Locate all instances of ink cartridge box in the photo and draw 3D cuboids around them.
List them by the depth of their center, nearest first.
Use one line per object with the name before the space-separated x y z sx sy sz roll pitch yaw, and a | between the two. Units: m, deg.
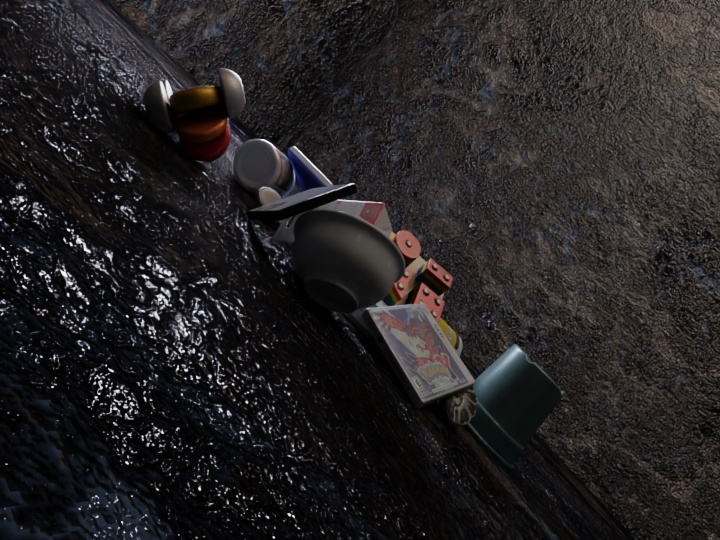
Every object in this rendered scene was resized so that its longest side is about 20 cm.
ink cartridge box | -0.053 -0.065 0.998 0.194 0.119 0.069 8 -37 28
ink cartridge box | 0.054 0.117 1.060 0.200 0.059 0.104 44 6 -12

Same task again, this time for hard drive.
hard drive | -0.105 -0.195 1.302 0.200 0.025 0.134 49 -17 41

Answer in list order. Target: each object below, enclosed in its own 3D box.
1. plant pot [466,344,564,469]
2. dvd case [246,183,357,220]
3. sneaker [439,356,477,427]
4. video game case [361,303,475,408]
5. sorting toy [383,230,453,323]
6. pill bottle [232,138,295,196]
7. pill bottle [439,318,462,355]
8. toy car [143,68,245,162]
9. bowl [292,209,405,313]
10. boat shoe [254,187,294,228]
plant pot | 0.329 0.287 1.204 0.200 0.197 0.200 43 5 -5
dvd case | -0.105 -0.115 0.922 0.199 0.139 0.018 12 -58 64
sneaker | 0.165 0.228 1.056 0.079 0.085 0.202 25 26 -17
video game case | 0.108 0.141 0.974 0.197 0.023 0.185 0 51 -52
sorting toy | 0.104 0.021 1.171 0.197 0.069 0.203 39 46 -11
pill bottle | -0.221 -0.233 1.301 0.116 0.116 0.200 44 4 4
pill bottle | 0.133 0.138 1.255 0.200 0.114 0.115 44 4 -18
toy car | -0.290 -0.279 1.004 0.200 0.169 0.155 -126 -157 -67
bowl | -0.032 0.003 0.869 0.194 0.093 0.203 18 -28 9
boat shoe | -0.177 -0.118 1.157 0.199 0.055 0.069 26 53 -65
